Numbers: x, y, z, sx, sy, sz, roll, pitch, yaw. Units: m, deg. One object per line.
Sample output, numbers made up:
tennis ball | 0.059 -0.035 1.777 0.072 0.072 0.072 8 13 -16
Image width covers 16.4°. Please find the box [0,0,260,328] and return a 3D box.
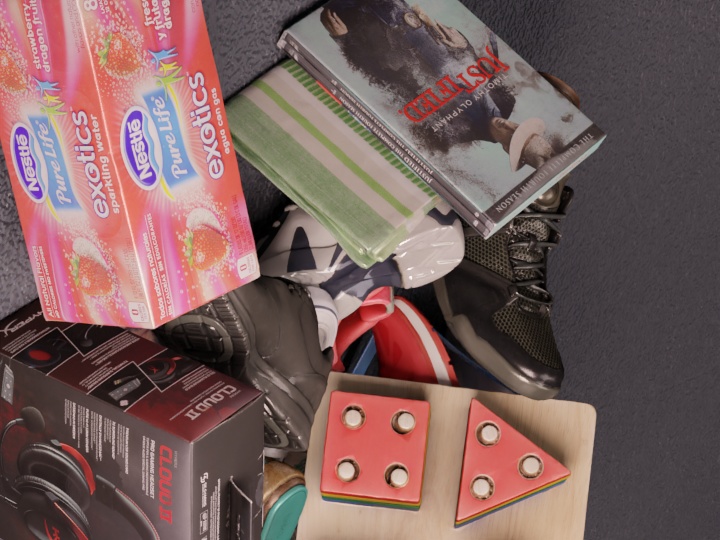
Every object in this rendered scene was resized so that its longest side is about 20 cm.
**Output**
box | -0.143 -0.076 1.453 0.095 0.102 0.201 -27 112 -44

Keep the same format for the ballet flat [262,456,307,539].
ballet flat | -0.087 0.196 1.711 0.068 0.072 0.201 -30 146 -38

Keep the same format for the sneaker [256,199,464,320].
sneaker | -0.038 -0.034 1.751 0.198 0.130 0.080 -23 142 0

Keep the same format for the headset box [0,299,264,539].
headset box | -0.142 0.123 1.548 0.075 0.199 0.149 -34 137 -45

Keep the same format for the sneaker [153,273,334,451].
sneaker | -0.074 0.032 1.609 0.091 0.076 0.200 -63 148 -27

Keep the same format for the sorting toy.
sorting toy | 0.055 0.175 1.709 0.070 0.198 0.201 87 10 -78

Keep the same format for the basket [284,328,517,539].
basket | 0.036 0.151 1.888 0.200 0.176 0.139 -55 147 -1

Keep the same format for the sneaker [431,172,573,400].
sneaker | 0.108 -0.008 1.753 0.076 0.200 0.114 20 126 -39

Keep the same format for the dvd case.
dvd case | 0.058 -0.125 1.730 0.146 0.200 0.022 -37 167 -41

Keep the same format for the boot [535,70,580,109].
boot | 0.097 -0.074 1.851 0.097 0.075 0.200 -60 -173 -26

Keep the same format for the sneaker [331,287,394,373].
sneaker | 0.000 0.000 1.816 0.200 0.087 0.074 -56 149 -21

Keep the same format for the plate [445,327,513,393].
plate | 0.088 0.110 1.997 0.200 0.032 0.200 -105 -157 -66

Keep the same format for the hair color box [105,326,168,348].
hair color box | -0.142 0.027 1.625 0.111 0.064 0.201 -36 136 -42

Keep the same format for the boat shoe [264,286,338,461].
boat shoe | -0.065 0.103 1.729 0.073 0.065 0.200 7 126 -32

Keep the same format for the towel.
towel | 0.010 -0.100 1.720 0.200 0.152 0.023 -40 168 -40

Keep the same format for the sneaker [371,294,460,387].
sneaker | 0.018 0.118 1.786 0.115 0.201 0.078 -17 155 -12
